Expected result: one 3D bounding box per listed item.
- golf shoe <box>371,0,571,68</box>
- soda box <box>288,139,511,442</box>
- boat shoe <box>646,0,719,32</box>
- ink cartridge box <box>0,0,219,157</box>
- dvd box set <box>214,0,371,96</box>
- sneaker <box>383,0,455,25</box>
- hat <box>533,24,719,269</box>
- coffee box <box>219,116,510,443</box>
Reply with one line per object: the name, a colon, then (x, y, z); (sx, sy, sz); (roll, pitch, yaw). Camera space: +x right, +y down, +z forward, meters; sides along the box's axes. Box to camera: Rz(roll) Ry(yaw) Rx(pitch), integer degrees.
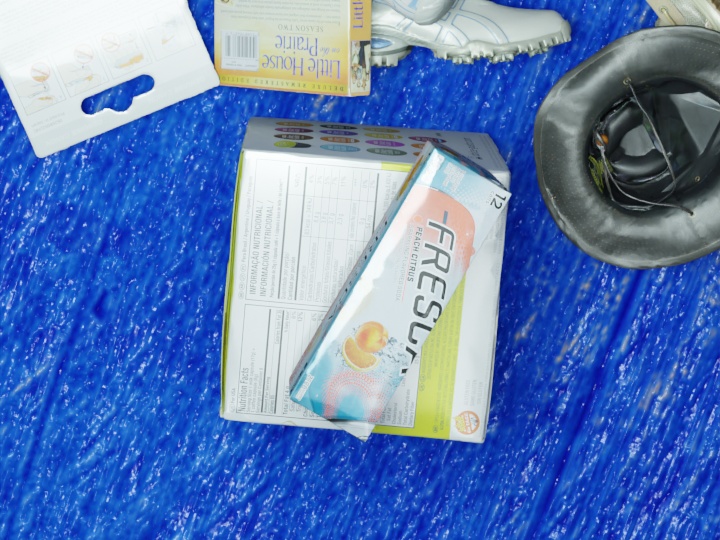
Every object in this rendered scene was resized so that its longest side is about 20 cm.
golf shoe: (0.065, -0.205, 1.510); (0.199, 0.078, 0.098); (-1, 94, -2)
soda box: (0.026, 0.012, 1.342); (0.063, 0.068, 0.201); (29, 97, -6)
boat shoe: (0.261, -0.202, 1.522); (0.065, 0.072, 0.200); (-24, 115, 39)
ink cartridge box: (-0.217, -0.211, 1.521); (0.161, 0.050, 0.201); (-22, 107, 2)
dvd box set: (-0.052, -0.236, 1.479); (0.146, 0.029, 0.201); (8, 102, 41)
sneaker: (0.088, -0.265, 1.475); (0.072, 0.072, 0.200); (43, 67, 7)
hat: (0.236, -0.101, 1.528); (0.199, 0.081, 0.202); (3, 105, 11)
coffee box: (0.000, 0.000, 1.478); (0.196, 0.200, 0.201); (4, 101, -2)
